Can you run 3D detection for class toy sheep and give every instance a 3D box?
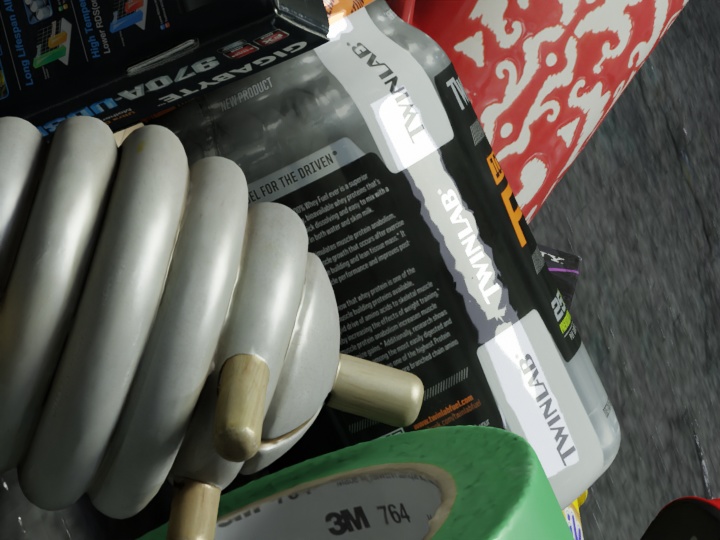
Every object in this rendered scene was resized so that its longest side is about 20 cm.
[{"bbox_3d":[-0.076,0.018,0.916,0.199,0.138,0.138,21,36,-11],"label":"toy sheep"}]

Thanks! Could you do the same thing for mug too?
[{"bbox_3d":[0.046,-0.121,1.187,0.177,0.201,0.133,38,-11,-28],"label":"mug"}]

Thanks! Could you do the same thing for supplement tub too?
[{"bbox_3d":[0.000,0.000,1.023,0.201,0.122,0.123,64,19,-9],"label":"supplement tub"}]

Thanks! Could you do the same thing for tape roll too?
[{"bbox_3d":[-0.029,0.114,0.874,0.048,0.199,0.201,65,19,-12],"label":"tape roll"}]

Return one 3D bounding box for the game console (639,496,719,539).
[{"bbox_3d":[0.151,0.217,1.273,0.031,0.201,0.177,-3,46,-35],"label":"game console"}]

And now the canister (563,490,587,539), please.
[{"bbox_3d":[0.053,0.154,1.251,0.149,0.086,0.201,45,33,-54],"label":"canister"}]

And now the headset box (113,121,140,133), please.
[{"bbox_3d":[-0.096,-0.178,1.132,0.201,0.092,0.174,65,18,-15],"label":"headset box"}]

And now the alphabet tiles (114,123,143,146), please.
[{"bbox_3d":[-0.119,-0.087,1.129,0.168,0.008,0.200,61,21,-27],"label":"alphabet tiles"}]

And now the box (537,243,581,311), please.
[{"bbox_3d":[0.010,0.025,1.193,0.200,0.142,0.036,-67,173,-65],"label":"box"}]

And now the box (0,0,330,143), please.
[{"bbox_3d":[-0.110,-0.144,0.974,0.046,0.158,0.201,15,56,-66],"label":"box"}]
